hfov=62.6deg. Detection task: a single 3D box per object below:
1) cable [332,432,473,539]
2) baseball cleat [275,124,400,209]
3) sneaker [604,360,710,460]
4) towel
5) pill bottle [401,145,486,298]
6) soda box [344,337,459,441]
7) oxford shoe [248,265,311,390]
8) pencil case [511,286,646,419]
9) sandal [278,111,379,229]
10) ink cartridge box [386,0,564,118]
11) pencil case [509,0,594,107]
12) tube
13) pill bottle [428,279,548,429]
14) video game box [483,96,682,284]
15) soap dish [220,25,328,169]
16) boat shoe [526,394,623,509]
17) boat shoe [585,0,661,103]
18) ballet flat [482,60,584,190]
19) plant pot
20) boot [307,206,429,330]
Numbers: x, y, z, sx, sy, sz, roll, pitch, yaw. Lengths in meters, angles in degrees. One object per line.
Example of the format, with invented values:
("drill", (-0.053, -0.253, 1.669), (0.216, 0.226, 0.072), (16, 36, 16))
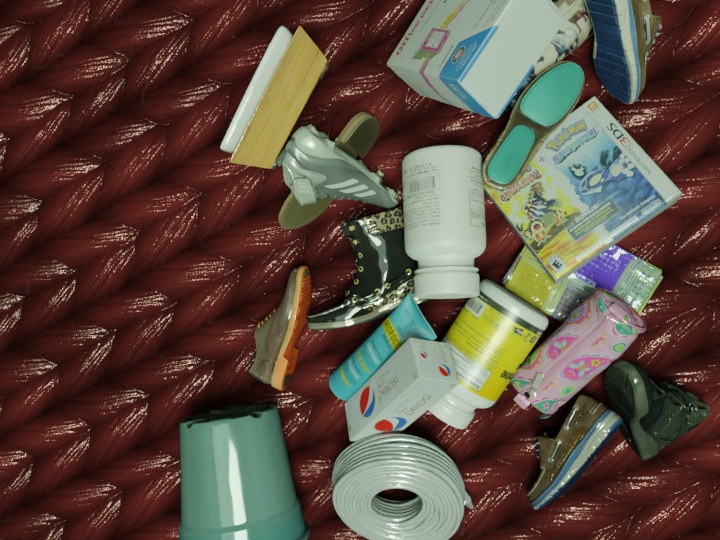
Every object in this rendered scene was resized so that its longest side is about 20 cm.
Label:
("cable", (0.055, 0.333, 0.884), (0.200, 0.069, 0.200), (-14, 118, 15))
("baseball cleat", (-0.035, -0.125, 0.851), (0.200, 0.070, 0.106), (33, 103, -35))
("sneaker", (0.410, 0.174, 0.819), (0.114, 0.076, 0.200), (-32, 123, 2))
("towel", (0.321, 0.011, 0.863), (0.200, 0.023, 0.144), (33, 90, 4))
("pill bottle", (0.117, -0.063, 0.830), (0.114, 0.114, 0.200), (-2, 83, 8))
("soda box", (0.053, 0.176, 0.845), (0.068, 0.064, 0.200), (12, 137, -27))
("oxford shoe", (-0.127, 0.084, 0.919), (0.073, 0.071, 0.200), (17, 97, 11))
("pencil case", (0.297, 0.116, 0.825), (0.087, 0.087, 0.200), (39, 117, 3))
("sandal", (-0.062, -0.159, 0.901), (0.212, 0.078, 0.070), (-49, 56, 2))
("ink cartridge box", (0.140, -0.298, 0.778), (0.085, 0.200, 0.145), (29, 99, -32))
("pencil case", (0.259, -0.319, 0.818), (0.200, 0.089, 0.078), (-43, 89, 9))
("tube", (0.029, 0.121, 0.872), (0.200, 0.050, 0.078), (-46, 64, 32))
("pill bottle", (0.171, 0.123, 0.857), (0.112, 0.112, 0.200), (32, 99, 4))
("video game box", (0.301, -0.112, 0.830), (0.200, 0.047, 0.182), (-37, 70, 9))
("soap dish", (-0.120, -0.240, 0.852), (0.081, 0.157, 0.200), (28, 98, -12))
("boat shoe", (0.300, 0.266, 0.875), (0.072, 0.072, 0.200), (45, 117, 33))
("boat shoe", (0.350, -0.307, 0.766), (0.072, 0.200, 0.072), (-38, 47, -1))
("ballet flat", (0.229, -0.195, 0.811), (0.070, 0.065, 0.200), (38, 90, 4))
("plant pot", (-0.186, 0.311, 0.894), (0.200, 0.200, 0.196), (-8, 86, 9))
("boot", (0.000, 0.000, 0.890), (0.200, 0.073, 0.151), (-17, 93, 5))
